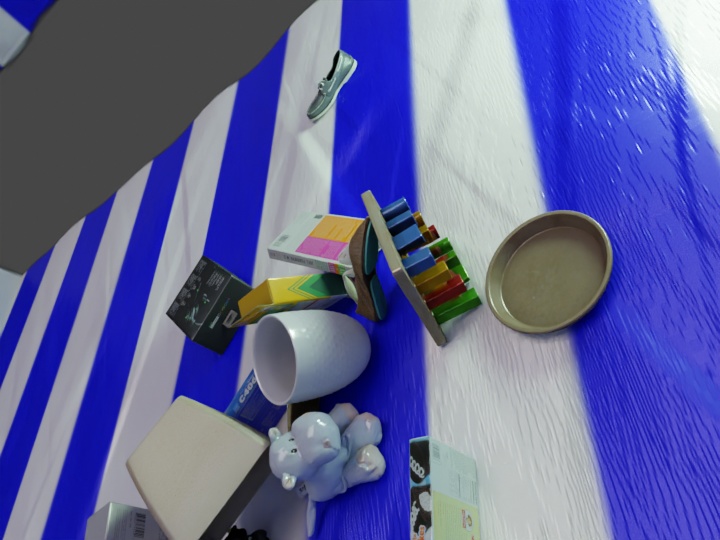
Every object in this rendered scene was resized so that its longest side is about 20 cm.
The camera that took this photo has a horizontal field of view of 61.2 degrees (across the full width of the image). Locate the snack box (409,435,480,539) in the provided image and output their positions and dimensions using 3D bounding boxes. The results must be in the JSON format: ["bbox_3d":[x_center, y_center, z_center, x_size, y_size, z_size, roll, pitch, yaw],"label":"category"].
[{"bbox_3d":[0.109,0.328,0.776,0.037,0.116,0.202,-24,48,33],"label":"snack box"}]

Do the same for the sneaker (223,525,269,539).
[{"bbox_3d":[-0.176,0.472,1.007,0.199,0.072,0.084,-1,61,46],"label":"sneaker"}]

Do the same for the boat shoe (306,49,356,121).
[{"bbox_3d":[-0.090,-0.491,1.612,0.201,0.062,0.073,-54,39,2],"label":"boat shoe"}]

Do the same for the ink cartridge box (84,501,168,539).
[{"bbox_3d":[-0.388,0.519,1.094,0.083,0.199,0.148,-37,41,25],"label":"ink cartridge box"}]

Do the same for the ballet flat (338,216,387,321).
[{"bbox_3d":[0.000,0.000,1.075,0.071,0.202,0.068,5,33,24],"label":"ballet flat"}]

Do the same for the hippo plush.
[{"bbox_3d":[-0.076,0.278,0.960,0.200,0.161,0.160,-40,42,12],"label":"hippo plush"}]

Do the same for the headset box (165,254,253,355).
[{"bbox_3d":[-0.353,0.081,1.454,0.199,0.093,0.175,24,81,51],"label":"headset box"}]

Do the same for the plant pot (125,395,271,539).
[{"bbox_3d":[-0.262,0.321,1.013,0.176,0.200,0.201,36,76,12],"label":"plant pot"}]

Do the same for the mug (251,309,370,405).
[{"bbox_3d":[-0.090,0.129,1.057,0.200,0.174,0.149,36,120,44],"label":"mug"}]

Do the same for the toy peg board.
[{"bbox_3d":[0.104,-0.022,0.983,0.097,0.200,0.201,-28,43,7],"label":"toy peg board"}]

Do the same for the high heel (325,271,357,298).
[{"bbox_3d":[-0.037,-0.017,1.238,0.200,0.095,0.068,44,133,31],"label":"high heel"}]

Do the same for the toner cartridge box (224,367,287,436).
[{"bbox_3d":[-0.209,0.283,1.159,0.201,0.095,0.043,-57,37,-3],"label":"toner cartridge box"}]

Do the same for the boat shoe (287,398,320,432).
[{"bbox_3d":[-0.101,0.216,1.120,0.063,0.072,0.203,127,149,-58],"label":"boat shoe"}]

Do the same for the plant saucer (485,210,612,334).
[{"bbox_3d":[0.277,0.004,0.902,0.199,0.029,0.202,-26,48,31],"label":"plant saucer"}]

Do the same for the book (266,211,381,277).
[{"bbox_3d":[-0.067,-0.056,1.195,0.198,0.048,0.134,13,44,29],"label":"book"}]

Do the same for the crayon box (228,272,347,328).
[{"bbox_3d":[-0.140,0.054,1.147,0.125,0.198,0.052,-32,70,47],"label":"crayon box"}]
